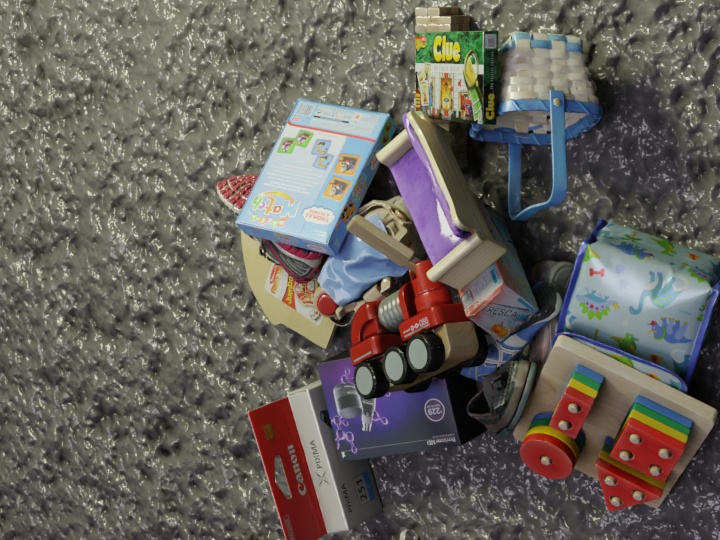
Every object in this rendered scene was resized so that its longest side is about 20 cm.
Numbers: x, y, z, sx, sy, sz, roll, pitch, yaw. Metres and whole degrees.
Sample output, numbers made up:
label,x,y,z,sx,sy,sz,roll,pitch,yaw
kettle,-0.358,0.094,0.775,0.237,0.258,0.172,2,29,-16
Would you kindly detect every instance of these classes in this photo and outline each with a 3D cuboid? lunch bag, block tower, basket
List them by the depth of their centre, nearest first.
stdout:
label,x,y,z,sx,sy,sz,roll,pitch,yaw
lunch bag,0.318,0.067,1.584,0.168,0.127,0.202,21,117,16
basket,0.205,-0.167,1.585,0.176,0.137,0.203,160,115,-77
block tower,0.103,-0.230,1.719,0.053,0.058,0.203,7,104,33

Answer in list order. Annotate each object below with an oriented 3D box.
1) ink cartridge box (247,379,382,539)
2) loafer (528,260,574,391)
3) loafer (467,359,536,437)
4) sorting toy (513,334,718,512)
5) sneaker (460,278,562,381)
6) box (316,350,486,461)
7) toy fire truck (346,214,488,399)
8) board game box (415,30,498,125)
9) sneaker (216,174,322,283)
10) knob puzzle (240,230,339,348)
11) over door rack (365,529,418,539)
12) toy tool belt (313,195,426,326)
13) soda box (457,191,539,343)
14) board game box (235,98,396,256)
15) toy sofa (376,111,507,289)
label,x,y,z,sx,sy,sz,roll,pitch,yaw
ink cartridge box,-0.058,0.261,1.848,0.044,0.175,0.203,-17,90,34
loafer,0.240,0.087,1.691,0.063,0.071,0.203,13,104,60
loafer,0.170,0.157,1.668,0.062,0.200,0.073,18,67,4
sorting toy,0.286,0.199,1.592,0.198,0.070,0.200,26,141,9
sneaker,0.181,0.075,1.674,0.077,0.076,0.199,33,139,-22
box,0.053,0.169,1.818,0.198,0.079,0.143,-13,94,34
toy fire truck,0.041,0.041,1.656,0.175,0.127,0.203,-31,68,50
board game box,0.111,-0.229,1.600,0.200,0.023,0.106,-158,68,-68
sneaker,-0.130,-0.060,1.863,0.200,0.080,0.075,44,140,29
knob puzzle,-0.087,-0.016,1.901,0.217,0.030,0.223,5,100,34
over door rack,0.031,0.474,1.885,0.147,0.066,0.203,-20,67,35
toy tool belt,0.000,0.000,1.764,0.125,0.123,0.200,44,110,-4
soda box,0.152,-0.007,1.648,0.064,0.068,0.201,-42,32,21
board game box,-0.058,-0.126,1.789,0.150,0.037,0.202,14,67,31
toy sofa,0.085,-0.085,1.601,0.083,0.097,0.202,-39,52,25
